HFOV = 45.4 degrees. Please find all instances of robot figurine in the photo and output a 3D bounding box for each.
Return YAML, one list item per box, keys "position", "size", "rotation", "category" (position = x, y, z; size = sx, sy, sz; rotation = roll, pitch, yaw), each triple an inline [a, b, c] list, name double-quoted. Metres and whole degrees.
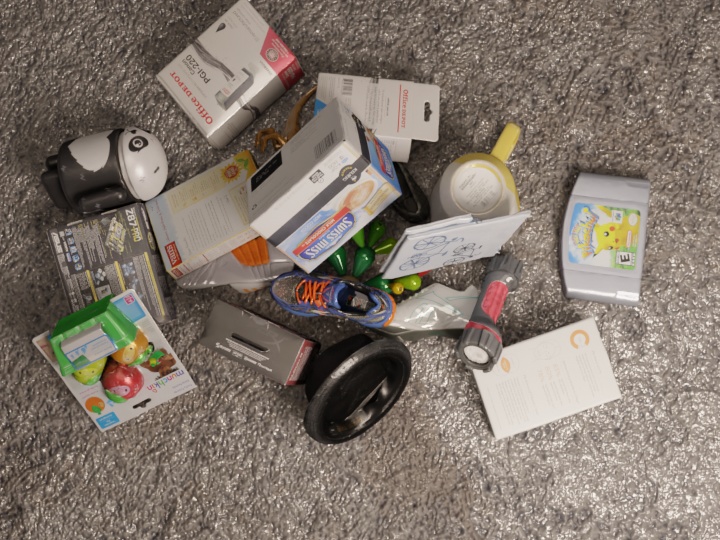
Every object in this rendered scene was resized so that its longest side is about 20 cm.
- position: [-0.415, -0.164, 1.405]
  size: [0.196, 0.125, 0.153]
  rotation: [-11, 82, 5]
  category: "robot figurine"

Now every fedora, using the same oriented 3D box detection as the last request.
- position: [-0.019, 0.168, 1.329]
  size: [0.201, 0.201, 0.092]
  rotation: [-46, 51, -1]
  category: "fedora"

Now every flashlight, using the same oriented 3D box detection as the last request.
- position: [0.201, 0.058, 1.297]
  size: [0.067, 0.068, 0.201]
  rotation: [25, 51, 5]
  category: "flashlight"

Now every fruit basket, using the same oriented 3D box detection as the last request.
- position: [-0.387, 0.150, 1.357]
  size: [0.183, 0.094, 0.202]
  rotation: [-24, 110, 6]
  category: "fruit basket"

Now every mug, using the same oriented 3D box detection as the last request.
- position: [0.177, -0.129, 1.329]
  size: [0.146, 0.153, 0.191]
  rotation: [-3, 83, 6]
  category: "mug"

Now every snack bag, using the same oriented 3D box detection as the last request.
- position: [0.136, -0.041, 1.257]
  size: [0.196, 0.189, 0.022]
  rotation: [-12, 74, -13]
  category: "snack bag"

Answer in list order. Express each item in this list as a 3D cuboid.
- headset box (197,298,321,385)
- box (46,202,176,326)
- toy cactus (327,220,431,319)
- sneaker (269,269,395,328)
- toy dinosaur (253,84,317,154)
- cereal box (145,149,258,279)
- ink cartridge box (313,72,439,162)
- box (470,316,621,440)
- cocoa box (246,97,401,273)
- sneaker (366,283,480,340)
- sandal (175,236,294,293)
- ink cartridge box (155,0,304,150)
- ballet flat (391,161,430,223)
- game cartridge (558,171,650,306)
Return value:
- position: [-0.150, 0.111, 1.308]
  size: [0.146, 0.200, 0.076]
  rotation: [24, 86, 7]
  category: "headset box"
- position: [-0.405, 0.008, 1.407]
  size: [0.158, 0.049, 0.204]
  rotation: [-17, 92, 5]
  category: "box"
- position: [0.000, 0.000, 1.370]
  size: [0.198, 0.102, 0.167]
  rotation: [29, 96, 0]
  category: "toy cactus"
- position: [-0.044, 0.036, 1.305]
  size: [0.196, 0.078, 0.077]
  rotation: [7, 80, 10]
  category: "sneaker"
- position: [-0.118, -0.217, 1.427]
  size: [0.104, 0.060, 0.204]
  rotation: [4, 81, -23]
  category: "toy dinosaur"
- position: [-0.242, -0.093, 1.403]
  size: [0.197, 0.040, 0.146]
  rotation: [-27, 62, 3]
  category: "cereal box"
- position: [0.025, -0.242, 1.376]
  size: [0.196, 0.068, 0.118]
  rotation: [5, 63, -1]
  category: "ink cartridge box"
- position: [0.276, 0.164, 1.312]
  size: [0.197, 0.097, 0.127]
  rotation: [-19, 81, 4]
  category: "box"
- position: [-0.058, -0.125, 1.288]
  size: [0.199, 0.134, 0.131]
  rotation: [-39, 124, 19]
  category: "cocoa box"
- position: [0.101, 0.066, 1.363]
  size: [0.196, 0.071, 0.082]
  rotation: [-1, 70, 2]
  category: "sneaker"
- position: [-0.198, -0.001, 1.400]
  size: [0.203, 0.059, 0.081]
  rotation: [-7, 61, 14]
  category: "sandal"
- position: [-0.215, -0.324, 1.426]
  size: [0.200, 0.085, 0.146]
  rotation: [-42, 81, 1]
  category: "ink cartridge box"
- position: [0.044, -0.160, 1.392]
  size: [0.066, 0.057, 0.200]
  rotation: [-41, 77, 0]
  category: "ballet flat"
- position: [0.382, -0.052, 1.359]
  size: [0.131, 0.040, 0.204]
  rotation: [6, 84, 10]
  category: "game cartridge"
